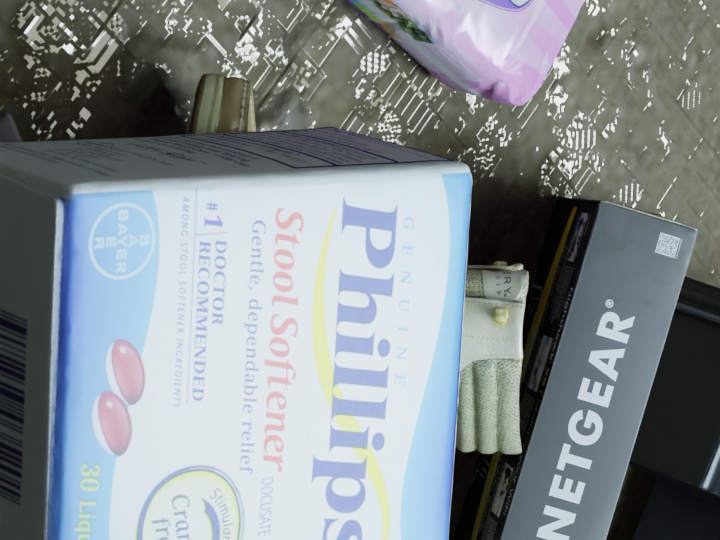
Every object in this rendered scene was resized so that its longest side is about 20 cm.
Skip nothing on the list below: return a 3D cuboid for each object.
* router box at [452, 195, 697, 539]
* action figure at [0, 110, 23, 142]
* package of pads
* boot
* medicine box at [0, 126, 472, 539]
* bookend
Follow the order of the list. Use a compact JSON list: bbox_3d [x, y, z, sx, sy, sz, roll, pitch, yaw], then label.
[{"bbox_3d":[0.103,0.065,1.345,0.052,0.157,0.201,17,92,-4],"label":"router box"},{"bbox_3d":[-0.147,0.062,1.169,0.194,0.104,0.200,49,66,-27],"label":"action figure"},{"bbox_3d":[0.029,-0.178,1.267,0.200,0.076,0.121,36,79,-40],"label":"package of pads"},{"bbox_3d":[0.000,0.000,1.239,0.072,0.154,0.201,-77,163,-63],"label":"boot"},{"bbox_3d":[-0.064,0.041,1.111,0.199,0.103,0.183,-5,104,-36],"label":"medicine box"},{"bbox_3d":[0.195,0.125,1.455,0.200,0.092,0.200,29,83,-52],"label":"bookend"}]
